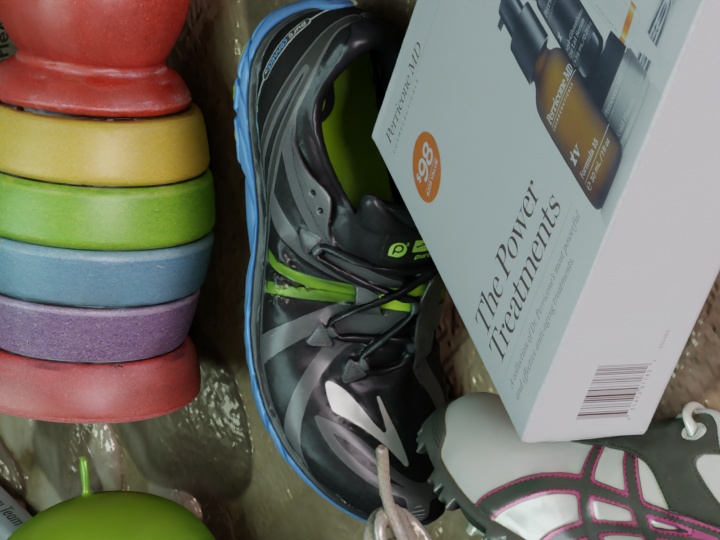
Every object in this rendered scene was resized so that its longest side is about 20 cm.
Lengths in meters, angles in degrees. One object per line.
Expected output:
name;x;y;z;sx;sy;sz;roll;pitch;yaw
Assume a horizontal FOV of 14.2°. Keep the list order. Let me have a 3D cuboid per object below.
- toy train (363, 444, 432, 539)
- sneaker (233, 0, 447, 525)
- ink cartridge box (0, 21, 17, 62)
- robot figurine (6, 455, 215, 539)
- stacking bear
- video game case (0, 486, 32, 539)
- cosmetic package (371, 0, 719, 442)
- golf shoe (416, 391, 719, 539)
toy train;0.014;0.134;1.072;0.116;0.085;0.200;28;138;61
sneaker;0.000;0.000;1.062;0.083;0.071;0.200;4;103;59
ink cartridge box;-0.204;-0.092;1.301;0.200;0.067;0.117;32;126;44
robot figurine;-0.091;0.181;1.215;0.175;0.116;0.200;-43;68;45
stacking bear;-0.112;-0.049;1.168;0.114;0.121;0.201;22;113;50
video game case;-0.211;0.174;1.453;0.182;0.024;0.200;37;132;40
cosmetic package;0.072;-0.068;0.920;0.151;0.052;0.200;-113;31;-42
golf shoe;0.102;0.078;0.973;0.200;0.077;0.088;33;106;42
